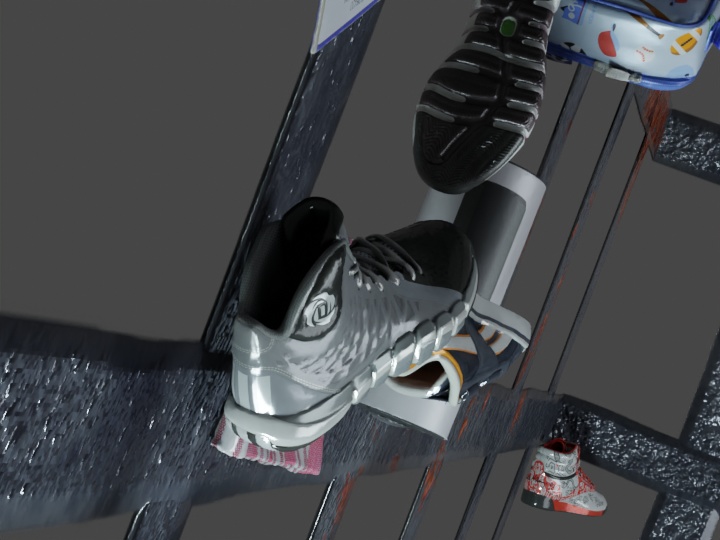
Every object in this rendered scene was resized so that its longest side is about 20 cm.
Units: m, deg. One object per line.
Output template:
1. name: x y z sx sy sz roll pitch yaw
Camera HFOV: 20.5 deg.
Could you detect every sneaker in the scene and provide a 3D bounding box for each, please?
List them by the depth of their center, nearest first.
1. sneaker: 0.000 0.000 1.056 0.200 0.075 0.116 -43 141 -41
2. sneaker: 0.051 0.047 1.290 0.200 0.078 0.080 30 75 -63
3. sneaker: 0.091 -0.121 1.335 0.116 0.075 0.201 91 22 -67
4. sneaker: 0.339 0.327 3.151 0.201 0.067 0.108 12 96 -46

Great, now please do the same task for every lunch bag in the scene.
1. lunch bag: 0.207 -0.213 1.491 0.200 0.160 0.076 -58 164 -47

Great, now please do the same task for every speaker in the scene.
1. speaker: 0.060 0.017 1.418 0.081 0.081 0.201 52 60 -77

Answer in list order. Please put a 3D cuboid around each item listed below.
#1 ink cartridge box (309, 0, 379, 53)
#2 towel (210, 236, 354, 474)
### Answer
1. ink cartridge box: 0.014 -0.219 0.878 0.198 0.047 0.201 -50 160 -63
2. towel: -0.030 0.047 1.174 0.200 0.030 0.147 43 67 -78
